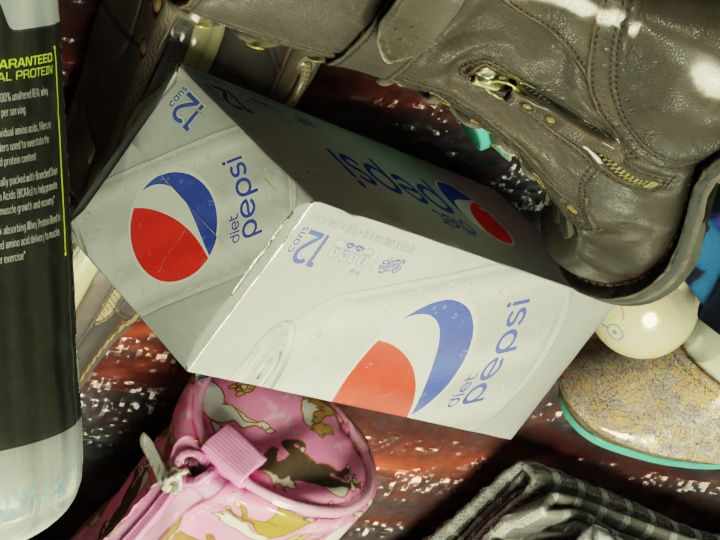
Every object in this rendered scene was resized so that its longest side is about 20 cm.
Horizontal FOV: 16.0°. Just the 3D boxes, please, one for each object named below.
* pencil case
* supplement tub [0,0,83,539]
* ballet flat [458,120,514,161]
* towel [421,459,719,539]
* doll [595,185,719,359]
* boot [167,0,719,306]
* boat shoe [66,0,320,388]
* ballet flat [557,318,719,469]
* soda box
[{"bbox_3d":[-0.080,0.117,0.950,0.086,0.083,0.200,30,123,-18],"label":"pencil case"},{"bbox_3d":[-0.141,-0.026,0.711,0.121,0.122,0.202,-3,98,-10],"label":"supplement tub"},{"bbox_3d":[0.034,-0.112,0.763,0.064,0.076,0.200,-27,144,1],"label":"ballet flat"},{"bbox_3d":[0.073,0.166,1.037,0.165,0.086,0.200,26,125,-31],"label":"towel"},{"bbox_3d":[0.137,-0.033,0.826,0.048,0.137,0.200,-29,167,-42],"label":"doll"},{"bbox_3d":[0.029,-0.062,0.711,0.173,0.070,0.200,17,160,-8],"label":"boot"},{"bbox_3d":[-0.066,-0.019,0.823,0.073,0.075,0.200,12,132,-24],"label":"boat shoe"},{"bbox_3d":[0.162,0.035,0.944,0.199,0.068,0.067,7,129,-33],"label":"ballet flat"},{"bbox_3d":[0.000,0.000,0.801,0.064,0.068,0.200,-52,151,12],"label":"soda box"}]
